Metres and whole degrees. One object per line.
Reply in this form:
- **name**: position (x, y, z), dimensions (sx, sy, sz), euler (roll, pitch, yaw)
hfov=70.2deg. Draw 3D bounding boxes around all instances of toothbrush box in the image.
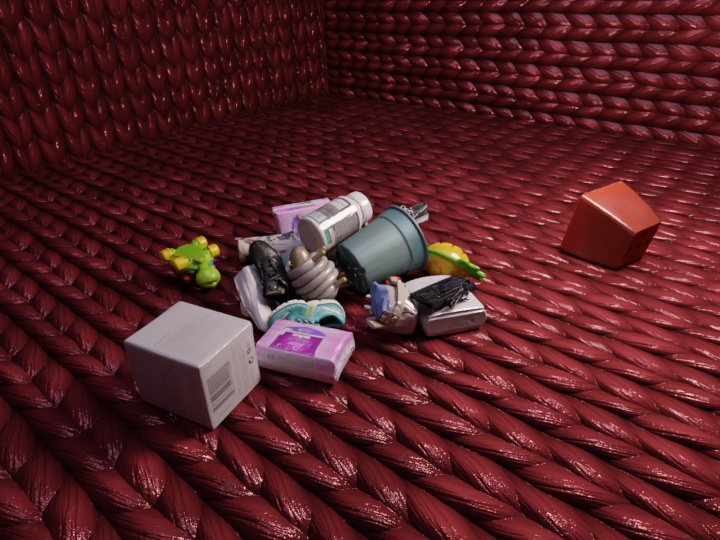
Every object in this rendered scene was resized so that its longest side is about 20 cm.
- **toothbrush box**: position (-0.230, -0.007, 1.486), dimensions (0.146, 0.086, 0.200), euler (-3, 29, 1)

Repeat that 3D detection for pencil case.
- **pencil case**: position (-0.294, -0.077, 1.613), dimensions (0.199, 0.078, 0.090), euler (-7, 57, -8)

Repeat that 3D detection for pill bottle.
- **pill bottle**: position (-0.067, -0.136, 1.420), dimensions (0.113, 0.113, 0.200), euler (25, 46, 38)

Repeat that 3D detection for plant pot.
- **plant pot**: position (0.755, -0.120, 1.527), dimensions (0.200, 0.200, 0.176), euler (-19, 45, -26)
- **plant pot**: position (0.050, -0.049, 1.415), dimensions (0.196, 0.201, 0.200), euler (-30, 38, -22)

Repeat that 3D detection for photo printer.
- **photo printer**: position (0.203, 0.081, 1.318), dimensions (0.166, 0.070, 0.200), euler (-9, 30, -15)

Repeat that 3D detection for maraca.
- **maraca**: position (0.256, -0.017, 1.431), dimensions (0.200, 0.137, 0.107), euler (19, 79, 43)

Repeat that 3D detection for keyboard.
- **keyboard**: position (0.218, 0.043, 1.261), dimensions (0.104, 0.040, 0.200), euler (28, 33, 34)

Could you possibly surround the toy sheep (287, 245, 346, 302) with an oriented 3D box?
- **toy sheep**: position (-0.114, 0.021, 1.336), dimensions (0.138, 0.200, 0.138), euler (-35, 11, 8)

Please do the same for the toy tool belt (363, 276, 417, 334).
- **toy tool belt**: position (0.060, 0.079, 1.280), dimensions (0.123, 0.125, 0.200), euler (-2, 32, -12)

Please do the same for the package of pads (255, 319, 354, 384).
- **package of pads**: position (-0.124, 0.181, 1.160), dimensions (0.199, 0.076, 0.121), euler (8, 30, 18)

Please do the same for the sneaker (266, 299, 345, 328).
- **sneaker**: position (-0.132, 0.119, 1.269), dimensions (0.199, 0.078, 0.080), euler (-8, 41, -19)

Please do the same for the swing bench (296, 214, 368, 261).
- **swing bench**: position (-0.068, -0.103, 1.580), dimensions (0.198, 0.130, 0.200), euler (-17, 38, -21)

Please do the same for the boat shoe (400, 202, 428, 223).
- **boat shoe**: position (0.165, -0.189, 1.791), dimensions (0.199, 0.068, 0.074), euler (-22, 35, -31)

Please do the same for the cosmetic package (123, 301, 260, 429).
- **cosmetic package**: position (-0.344, 0.191, 1.069), dimensions (0.200, 0.165, 0.165), euler (13, 33, 23)

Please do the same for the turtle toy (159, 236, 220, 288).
- **turtle toy**: position (-0.483, -0.015, 1.499), dimensions (0.146, 0.101, 0.200), euler (-26, 38, -35)

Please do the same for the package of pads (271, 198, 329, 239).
- **package of pads**: position (-0.189, -0.162, 1.699), dimensions (0.199, 0.121, 0.076), euler (-12, 32, -16)

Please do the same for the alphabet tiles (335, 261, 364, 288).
- **alphabet tiles**: position (0.000, 0.000, 1.529), dimensions (0.195, 0.015, 0.200), euler (-13, 31, -19)

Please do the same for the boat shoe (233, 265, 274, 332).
- **boat shoe**: position (-0.280, 0.081, 1.323), dimensions (0.068, 0.072, 0.200), euler (-34, 66, 16)

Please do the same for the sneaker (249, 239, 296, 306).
- **sneaker**: position (-0.230, 0.009, 1.326), dimensions (0.076, 0.200, 0.114), euler (-24, 1, -1)
